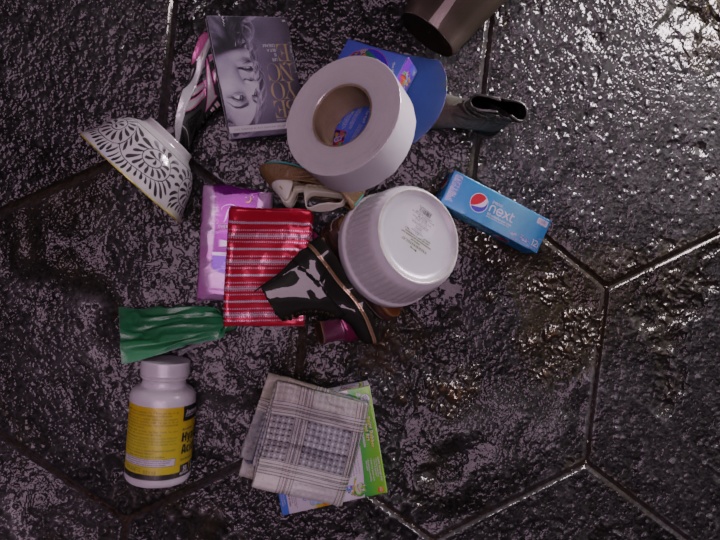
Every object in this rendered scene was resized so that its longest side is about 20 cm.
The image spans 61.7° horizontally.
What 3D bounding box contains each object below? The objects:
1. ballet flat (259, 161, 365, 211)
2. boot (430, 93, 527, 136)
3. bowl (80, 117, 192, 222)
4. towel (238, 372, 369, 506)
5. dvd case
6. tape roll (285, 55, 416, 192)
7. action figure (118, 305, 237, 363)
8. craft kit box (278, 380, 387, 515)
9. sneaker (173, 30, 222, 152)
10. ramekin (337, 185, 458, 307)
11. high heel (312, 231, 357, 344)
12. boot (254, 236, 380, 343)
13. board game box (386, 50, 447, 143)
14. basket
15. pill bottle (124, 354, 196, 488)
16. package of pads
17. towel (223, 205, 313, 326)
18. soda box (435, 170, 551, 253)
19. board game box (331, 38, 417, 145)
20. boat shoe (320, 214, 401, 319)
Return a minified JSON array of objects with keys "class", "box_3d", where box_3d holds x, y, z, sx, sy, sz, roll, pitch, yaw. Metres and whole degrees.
[{"class":"ballet flat","box_3d":[-0.090,-0.137,1.024,0.197,0.068,0.073,11,67,12]},{"class":"boot","box_3d":[0.177,-0.281,1.036,0.196,0.131,0.069,6,92,-5]},{"class":"bowl","box_3d":[-0.333,-0.179,0.963,0.200,0.201,0.094,43,85,-5]},{"class":"towel","box_3d":[-0.099,0.295,1.045,0.197,0.035,0.196,17,91,-5]},{"class":"dvd case","box_3d":[-0.174,-0.330,1.029,0.147,0.016,0.203,-13,95,-31]},{"class":"tape roll","box_3d":[-0.017,-0.229,0.949,0.199,0.071,0.206,-7,73,24]},{"class":"action figure","box_3d":[-0.308,0.102,1.038,0.197,0.055,0.119,-7,53,-18]},{"class":"craft kit box","box_3d":[-0.063,0.317,1.087,0.194,0.049,0.203,-9,93,-2]},{"class":"sneaker","box_3d":[-0.259,-0.296,1.026,0.085,0.080,0.203,17,97,-16]},{"class":"ramekin","box_3d":[0.071,-0.045,1.011,0.197,0.105,0.204,7,75,-27]},{"class":"high heel","box_3d":[-0.046,0.027,1.077,0.095,0.067,0.204,-9,92,-29]},{"class":"boot","box_3d":[-0.069,0.066,1.000,0.138,0.077,0.201,-36,99,-10]},{"class":"board game box","box_3d":[0.062,-0.292,1.046,0.198,0.039,0.160,21,85,29]},{"class":"basket","box_3d":[0.171,-0.486,1.029,0.179,0.136,0.201,37,93,-11]},{"class":"pill bottle","box_3d":[-0.338,0.251,1.024,0.109,0.111,0.204,4,93,-5]},{"class":"package of pads","box_3d":[-0.216,-0.043,1.040,0.118,0.076,0.204,4,92,-9]},{"class":"towel","box_3d":[-0.153,-0.005,1.002,0.142,0.022,0.204,2,98,-17]},{"class":"soda box","box_3d":[0.233,-0.103,1.080,0.198,0.068,0.065,27,89,-6]},{"class":"board game box","box_3d":[-0.010,-0.280,1.027,0.133,0.045,0.202,29,90,30]},{"class":"boat shoe","box_3d":[0.000,0.000,1.071,0.070,0.070,0.202,-28,92,34]}]
